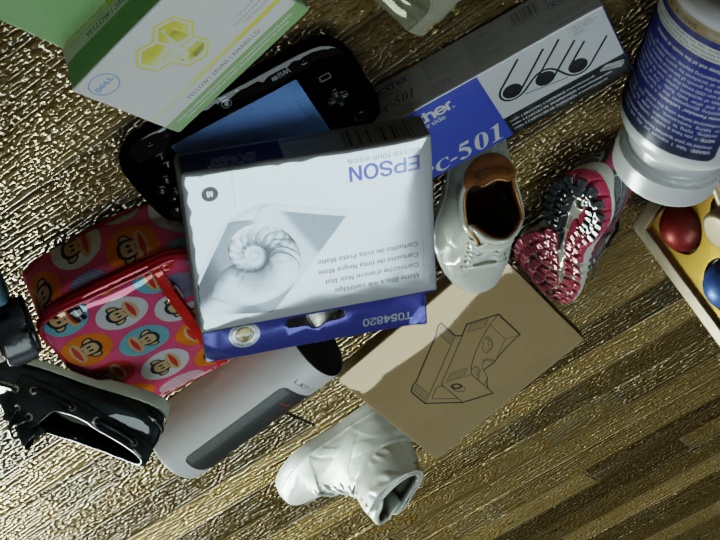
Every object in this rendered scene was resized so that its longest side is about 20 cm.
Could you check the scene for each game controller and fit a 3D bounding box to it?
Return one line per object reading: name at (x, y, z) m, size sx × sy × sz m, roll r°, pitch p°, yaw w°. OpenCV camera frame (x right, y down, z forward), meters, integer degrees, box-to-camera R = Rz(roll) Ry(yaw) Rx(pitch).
game controller at (-0.085, -0.108, 1.114) m, size 0.199 × 0.042 × 0.104 m, roll -27°, pitch 148°, yaw 9°

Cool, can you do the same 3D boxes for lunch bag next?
lunch bag at (-0.175, 0.026, 1.237) m, size 0.175 × 0.082 × 0.200 m, roll -26°, pitch 150°, yaw 1°

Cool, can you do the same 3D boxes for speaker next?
speaker at (-0.113, 0.118, 1.407) m, size 0.199 × 0.082 × 0.081 m, roll -37°, pitch 145°, yaw 23°

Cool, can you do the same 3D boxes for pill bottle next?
pill bottle at (0.275, -0.154, 1.167) m, size 0.115 × 0.116 × 0.201 m, roll -8°, pitch 141°, yaw -20°

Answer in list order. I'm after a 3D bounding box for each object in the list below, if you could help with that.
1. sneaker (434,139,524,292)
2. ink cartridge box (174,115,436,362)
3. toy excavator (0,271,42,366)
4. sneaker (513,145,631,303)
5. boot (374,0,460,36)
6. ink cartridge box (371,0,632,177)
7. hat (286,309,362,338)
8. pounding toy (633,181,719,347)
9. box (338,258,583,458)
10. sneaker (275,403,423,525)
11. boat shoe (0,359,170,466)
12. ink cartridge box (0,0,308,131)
sneaker at (0.104, -0.033, 1.273) m, size 0.072 × 0.085 × 0.201 m, roll -12°, pitch 140°, yaw -5°
ink cartridge box at (-0.038, -0.013, 1.146) m, size 0.197 × 0.041 × 0.202 m, roll -11°, pitch 125°, yaw -8°
toy excavator at (-0.318, -0.011, 1.075) m, size 0.099 × 0.202 × 0.194 m, roll -21°, pitch -174°, yaw -10°
sneaker at (0.207, -0.038, 1.363) m, size 0.075 × 0.081 × 0.200 m, roll -40°, pitch 167°, yaw -29°
boot at (0.098, -0.223, 1.016) m, size 0.199 × 0.073 × 0.155 m, roll 19°, pitch 130°, yaw -40°
ink cartridge box at (0.110, -0.151, 1.159) m, size 0.199 × 0.045 × 0.094 m, roll -28°, pitch 146°, yaw 12°
hat at (0.000, 0.000, 1.249) m, size 0.199 × 0.081 × 0.202 m, roll -27°, pitch 144°, yaw -22°
pounding toy at (0.345, -0.060, 1.330) m, size 0.141 × 0.185 × 0.201 m, roll -17°, pitch 151°, yaw -29°
box at (0.100, 0.082, 1.427) m, size 0.200 × 0.021 × 0.163 m, roll -41°, pitch 124°, yaw 13°
sneaker at (-0.014, 0.239, 1.617) m, size 0.073 × 0.116 × 0.200 m, roll 12°, pitch 137°, yaw -44°
boat shoe at (-0.261, 0.119, 1.209) m, size 0.197 × 0.067 × 0.075 m, roll 17°, pitch 153°, yaw -14°
ink cartridge box at (-0.152, -0.178, 0.964) m, size 0.145 × 0.048 × 0.199 m, roll -38°, pitch 147°, yaw 27°
